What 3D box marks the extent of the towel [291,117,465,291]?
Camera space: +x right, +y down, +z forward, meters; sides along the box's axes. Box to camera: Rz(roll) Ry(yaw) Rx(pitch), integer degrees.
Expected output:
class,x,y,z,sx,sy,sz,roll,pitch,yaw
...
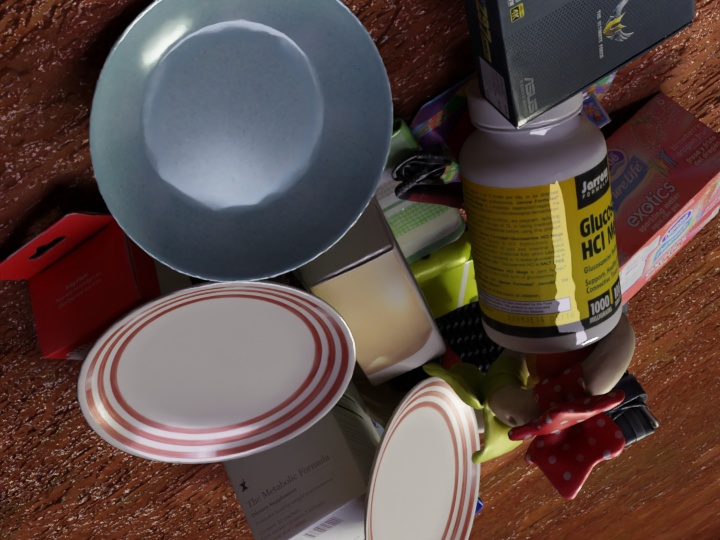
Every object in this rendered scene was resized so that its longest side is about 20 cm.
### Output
class,x,y,z,sx,sy,sz,roll,pitch,yaw
towel,-0.002,-0.047,1.152,0.148,0.031,0.200,-28,151,5

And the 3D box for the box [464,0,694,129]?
class,x,y,z,sx,sy,sz,roll,pitch,yaw
box,0.140,-0.208,0.914,0.157,0.051,0.201,-31,141,-13

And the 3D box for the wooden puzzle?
class,x,y,z,sx,sy,sz,roll,pitch,yaw
wooden puzzle,0.079,0.122,1.350,0.183,0.200,0.038,-7,103,-18

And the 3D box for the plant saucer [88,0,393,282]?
class,x,y,z,sx,sy,sz,roll,pitch,yaw
plant saucer,-0.077,-0.094,0.909,0.199,0.039,0.203,-6,111,-17

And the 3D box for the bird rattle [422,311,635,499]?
class,x,y,z,sx,sy,sz,roll,pitch,yaw
bird rattle,0.147,0.082,1.114,0.163,0.113,0.200,-48,-165,-22

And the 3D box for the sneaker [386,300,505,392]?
class,x,y,z,sx,sy,sz,roll,pitch,yaw
sneaker,0.113,0.063,1.289,0.199,0.071,0.093,-17,176,40

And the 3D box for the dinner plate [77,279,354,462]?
class,x,y,z,sx,sy,sz,roll,pitch,yaw
dinner plate,-0.102,0.070,1.011,0.198,0.024,0.201,-9,140,-8

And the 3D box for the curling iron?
class,x,y,z,sx,sy,sz,roll,pitch,yaw
curling iron,0.087,-0.065,1.138,0.049,0.026,0.199,-37,156,23

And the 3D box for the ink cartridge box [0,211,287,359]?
class,x,y,z,sx,sy,sz,roll,pitch,yaw
ink cartridge box,-0.161,0.016,1.043,0.116,0.068,0.199,-30,157,35

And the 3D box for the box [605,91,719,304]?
class,x,y,z,sx,sy,sz,roll,pitch,yaw
box,0.227,-0.046,1.238,0.200,0.095,0.103,-41,158,-19

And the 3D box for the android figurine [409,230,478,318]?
class,x,y,z,sx,sy,sz,roll,pitch,yaw
android figurine,0.067,0.023,1.332,0.198,0.041,0.183,-20,152,-14

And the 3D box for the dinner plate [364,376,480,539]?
class,x,y,z,sx,sy,sz,roll,pitch,yaw
dinner plate,0.048,0.187,1.184,0.024,0.203,0.200,5,171,31

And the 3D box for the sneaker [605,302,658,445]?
class,x,y,z,sx,sy,sz,roll,pitch,yaw
sneaker,0.285,0.112,1.582,0.076,0.147,0.203,-19,151,-13

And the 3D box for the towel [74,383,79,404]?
class,x,y,z,sx,sy,sz,roll,pitch,yaw
towel,-0.113,0.081,1.107,0.198,0.037,0.149,-18,161,3

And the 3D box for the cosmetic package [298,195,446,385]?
class,x,y,z,sx,sy,sz,roll,pitch,yaw
cosmetic package,0.000,0.000,1.093,0.071,0.106,0.200,-25,150,3

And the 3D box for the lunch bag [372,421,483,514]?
class,x,y,z,sx,sy,sz,roll,pitch,yaw
lunch bag,0.005,0.229,1.489,0.200,0.171,0.127,-43,149,26

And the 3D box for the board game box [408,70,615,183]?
class,x,y,z,sx,sy,sz,roll,pitch,yaw
board game box,0.129,-0.117,1.140,0.199,0.039,0.158,-33,153,7

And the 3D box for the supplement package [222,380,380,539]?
class,x,y,z,sx,sy,sz,roll,pitch,yaw
supplement package,-0.058,0.140,1.235,0.113,0.201,0.109,-32,154,10

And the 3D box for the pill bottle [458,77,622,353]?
class,x,y,z,sx,sy,sz,roll,pitch,yaw
pill bottle,0.135,-0.049,1.073,0.111,0.112,0.202,-19,116,-17
